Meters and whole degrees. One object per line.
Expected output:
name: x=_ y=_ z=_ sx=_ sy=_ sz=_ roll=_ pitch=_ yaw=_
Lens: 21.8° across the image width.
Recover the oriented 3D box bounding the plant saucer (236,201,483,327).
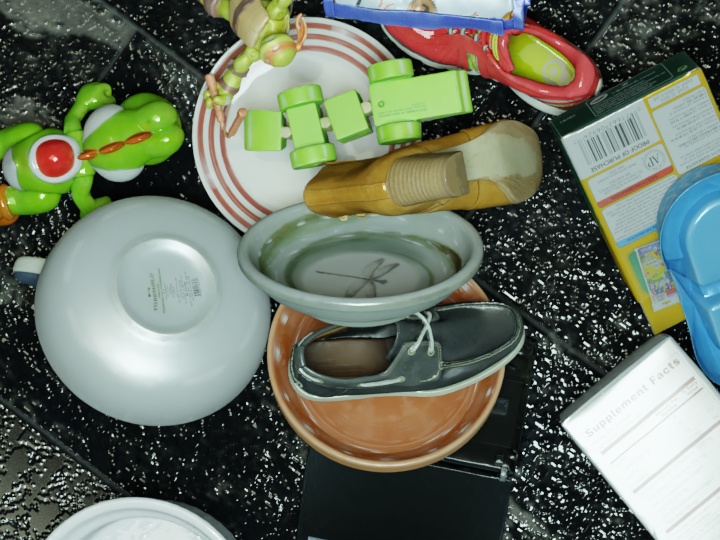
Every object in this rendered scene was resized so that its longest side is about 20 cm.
plant saucer: x=0.000 y=0.000 z=1.511 sx=0.199 sy=0.200 sz=0.050 roll=2 pitch=117 yaw=5

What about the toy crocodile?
toy crocodile: x=-0.004 y=-0.130 z=1.558 sx=0.199 sy=0.062 sz=0.068 roll=-14 pitch=87 yaw=9

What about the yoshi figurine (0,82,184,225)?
yoshi figurine: x=-0.234 y=-0.102 z=1.606 sx=0.199 sy=0.113 sz=0.112 roll=-13 pitch=48 yaw=19

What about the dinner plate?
dinner plate: x=-0.046 y=-0.117 z=1.610 sx=0.199 sy=0.024 sz=0.201 roll=0 pitch=89 yaw=5

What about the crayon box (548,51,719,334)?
crayon box: x=0.254 y=-0.063 z=1.541 sx=0.125 sy=0.052 sz=0.201 roll=-27 pitch=114 yaw=4

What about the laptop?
laptop: x=0.048 y=0.151 z=1.606 sx=0.176 sy=0.103 sz=0.201 roll=10 pitch=65 yaw=5

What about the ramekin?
ramekin: x=-0.180 y=0.288 z=1.581 sx=0.199 sy=0.098 sz=0.202 roll=0 pitch=89 yaw=6

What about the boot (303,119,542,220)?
boot: x=0.053 y=-0.082 z=1.549 sx=0.143 sy=0.201 sz=0.071 roll=-4 pitch=96 yaw=33

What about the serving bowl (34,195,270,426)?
serving bowl: x=-0.165 y=0.024 z=1.539 sx=0.199 sy=0.066 sz=0.201 roll=6 pitch=68 yaw=-15

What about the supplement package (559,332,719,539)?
supplement package: x=0.269 y=0.163 z=1.531 sx=0.117 sy=0.117 sz=0.200 roll=-40 pitch=86 yaw=4

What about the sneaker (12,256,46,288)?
sneaker: x=-0.217 y=0.056 z=1.597 sx=0.199 sy=0.075 sz=0.085 roll=25 pitch=87 yaw=5

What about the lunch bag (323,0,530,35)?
lunch bag: x=0.063 y=-0.282 z=1.516 sx=0.169 sy=0.124 sz=0.201 roll=6 pitch=58 yaw=8

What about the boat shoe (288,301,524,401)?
boat shoe: x=0.040 y=0.063 z=1.520 sx=0.199 sy=0.068 sz=0.072 roll=-10 pitch=68 yaw=-7

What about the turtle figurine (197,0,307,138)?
turtle figurine: x=-0.087 y=-0.224 z=1.555 sx=0.162 sy=0.064 sz=0.200 roll=57 pitch=134 yaw=35

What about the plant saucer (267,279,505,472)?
plant saucer: x=0.021 y=0.074 z=1.567 sx=0.199 sy=0.032 sz=0.201 roll=0 pitch=65 yaw=-1

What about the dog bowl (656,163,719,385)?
dog bowl: x=0.305 y=0.001 z=1.521 sx=0.111 sy=0.050 sz=0.201 roll=-22 pitch=115 yaw=2

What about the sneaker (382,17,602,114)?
sneaker: x=0.111 y=-0.196 z=1.558 sx=0.199 sy=0.085 sz=0.077 roll=22 pitch=90 yaw=5
